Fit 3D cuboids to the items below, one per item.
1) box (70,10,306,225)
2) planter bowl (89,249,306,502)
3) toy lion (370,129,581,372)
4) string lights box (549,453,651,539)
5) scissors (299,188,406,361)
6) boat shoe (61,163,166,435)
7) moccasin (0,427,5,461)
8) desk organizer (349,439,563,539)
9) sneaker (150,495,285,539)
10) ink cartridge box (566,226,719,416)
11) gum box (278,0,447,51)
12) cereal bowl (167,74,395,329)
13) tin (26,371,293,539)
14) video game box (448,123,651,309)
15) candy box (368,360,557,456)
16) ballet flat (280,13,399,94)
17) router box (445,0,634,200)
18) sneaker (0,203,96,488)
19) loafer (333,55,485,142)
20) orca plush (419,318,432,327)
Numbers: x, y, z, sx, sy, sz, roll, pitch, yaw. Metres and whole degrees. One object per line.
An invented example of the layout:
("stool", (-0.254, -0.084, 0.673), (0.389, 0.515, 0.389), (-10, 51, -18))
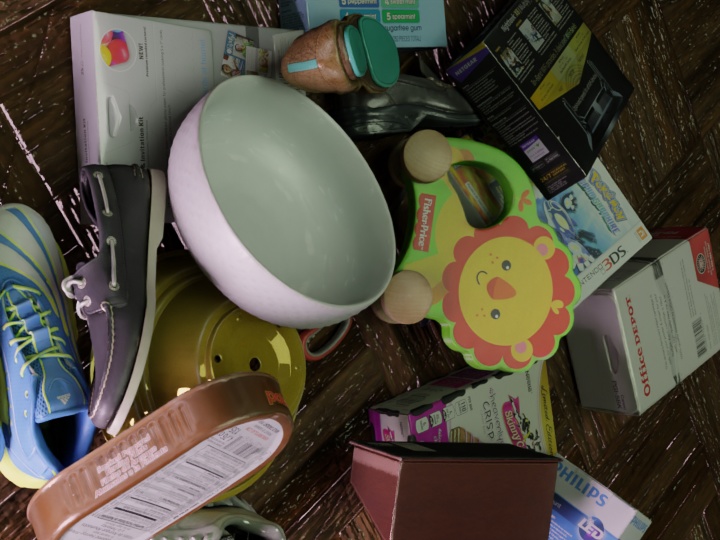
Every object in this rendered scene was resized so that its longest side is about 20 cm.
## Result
("box", (-0.129, -0.118, 0.913), (0.198, 0.041, 0.159), (-6, 95, -42))
("planter bowl", (-0.103, 0.077, 0.891), (0.199, 0.083, 0.204), (12, 73, -42))
("toy lion", (0.111, -0.012, 1.045), (0.189, 0.069, 0.203), (9, 85, -12))
("string lights box", (0.182, 0.293, 1.116), (0.201, 0.102, 0.059), (-55, 143, -2))
("scissors", (0.000, 0.000, 1.053), (0.200, 0.014, 0.074), (-45, 117, -33))
("boat shoe", (-0.175, 0.014, 0.785), (0.062, 0.073, 0.203), (14, 58, -22))
("moccasin", (-0.294, 0.056, 0.744), (0.068, 0.080, 0.202), (-33, 111, -37))
("desk organizer", (0.083, 0.197, 1.015), (0.198, 0.071, 0.078), (8, 90, -38))
("sneaker", (-0.146, 0.212, 0.883), (0.198, 0.080, 0.076), (0, 93, -40))
("ink cartridge box", (0.320, 0.053, 1.292), (0.199, 0.082, 0.149), (-26, 108, -39))
("gum box", (-0.002, -0.297, 1.019), (0.168, 0.044, 0.203), (-11, 99, -41))
("cereal bowl", (-0.069, -0.042, 0.867), (0.199, 0.083, 0.202), (33, 41, -33))
("tin", (-0.136, 0.139, 0.792), (0.199, 0.042, 0.112), (-33, 149, 5))
("video game box", (0.178, -0.065, 1.141), (0.182, 0.047, 0.201), (-36, 91, -37))
("candy box", (0.106, 0.172, 1.119), (0.198, 0.061, 0.139), (-18, 103, -40))
("ballet flat", (-0.020, -0.167, 0.922), (0.200, 0.071, 0.069), (-48, 125, -73))
("router box", (0.180, -0.185, 1.114), (0.158, 0.052, 0.200), (50, 40, -10))
("sneaker", (-0.216, 0.054, 0.796), (0.075, 0.104, 0.203), (-11, 99, -38))
("loafer", (0.057, -0.163, 1.061), (0.198, 0.072, 0.073), (-10, 94, -42))
("orca plush", (0.151, 0.024, 1.148), (0.198, 0.071, 0.107), (14, 82, -41))
